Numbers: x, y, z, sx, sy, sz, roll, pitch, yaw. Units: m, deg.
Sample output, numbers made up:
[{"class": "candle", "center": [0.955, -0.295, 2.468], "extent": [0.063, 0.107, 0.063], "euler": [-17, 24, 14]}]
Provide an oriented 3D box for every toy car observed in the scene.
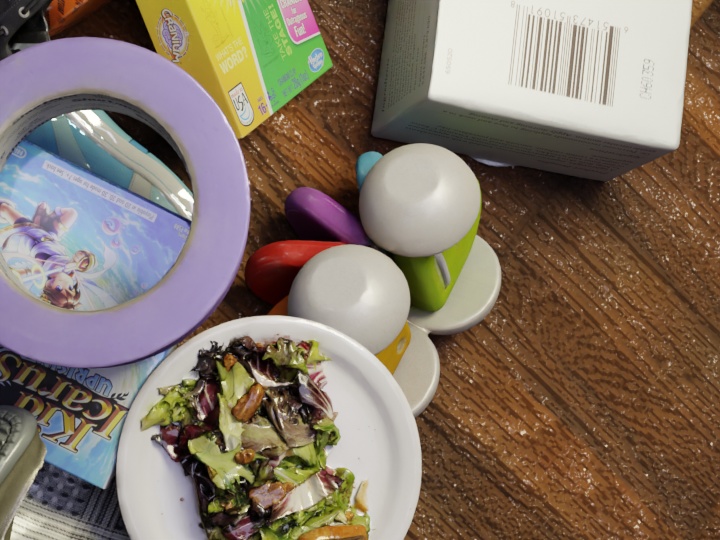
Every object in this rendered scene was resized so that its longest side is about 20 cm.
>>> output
[{"class": "toy car", "center": [0.000, 0.000, 1.502], "extent": [0.150, 0.175, 0.200], "euler": [26, 71, 25]}]

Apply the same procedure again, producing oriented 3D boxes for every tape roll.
[{"class": "tape roll", "center": [-0.168, -0.039, 1.334], "extent": [0.199, 0.085, 0.201], "euler": [0, 86, -3]}]

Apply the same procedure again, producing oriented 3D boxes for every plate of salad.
[{"class": "plate of salad", "center": [-0.056, 0.130, 1.380], "extent": [0.199, 0.048, 0.201], "euler": [-1, 94, -9]}]

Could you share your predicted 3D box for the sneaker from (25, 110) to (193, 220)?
[{"class": "sneaker", "center": [-0.198, -0.036, 1.467], "extent": [0.200, 0.080, 0.131], "euler": [42, 69, 1]}]

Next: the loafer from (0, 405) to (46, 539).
[{"class": "loafer", "center": [-0.256, 0.177, 1.348], "extent": [0.070, 0.075, 0.200], "euler": [37, 83, -43]}]

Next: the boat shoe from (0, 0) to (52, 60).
[{"class": "boat shoe", "center": [-0.229, -0.159, 1.410], "extent": [0.066, 0.200, 0.070], "euler": [41, 36, -1]}]

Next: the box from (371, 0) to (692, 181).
[{"class": "box", "center": [0.128, -0.186, 1.571], "extent": [0.198, 0.131, 0.201], "euler": [10, 78, -17]}]

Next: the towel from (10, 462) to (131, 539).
[{"class": "towel", "center": [-0.151, 0.137, 1.434], "extent": [0.199, 0.035, 0.193], "euler": [20, 63, 2]}]

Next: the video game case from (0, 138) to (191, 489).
[{"class": "video game case", "center": [-0.214, 0.017, 1.395], "extent": [0.199, 0.045, 0.182], "euler": [26, 89, -2]}]

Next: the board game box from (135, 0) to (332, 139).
[{"class": "board game box", "center": [-0.101, -0.203, 1.475], "extent": [0.153, 0.040, 0.201], "euler": [-46, 119, -56]}]

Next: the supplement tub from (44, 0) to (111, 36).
[{"class": "supplement tub", "center": [-0.232, -0.268, 1.465], "extent": [0.122, 0.122, 0.200], "euler": [-35, 95, -20]}]
